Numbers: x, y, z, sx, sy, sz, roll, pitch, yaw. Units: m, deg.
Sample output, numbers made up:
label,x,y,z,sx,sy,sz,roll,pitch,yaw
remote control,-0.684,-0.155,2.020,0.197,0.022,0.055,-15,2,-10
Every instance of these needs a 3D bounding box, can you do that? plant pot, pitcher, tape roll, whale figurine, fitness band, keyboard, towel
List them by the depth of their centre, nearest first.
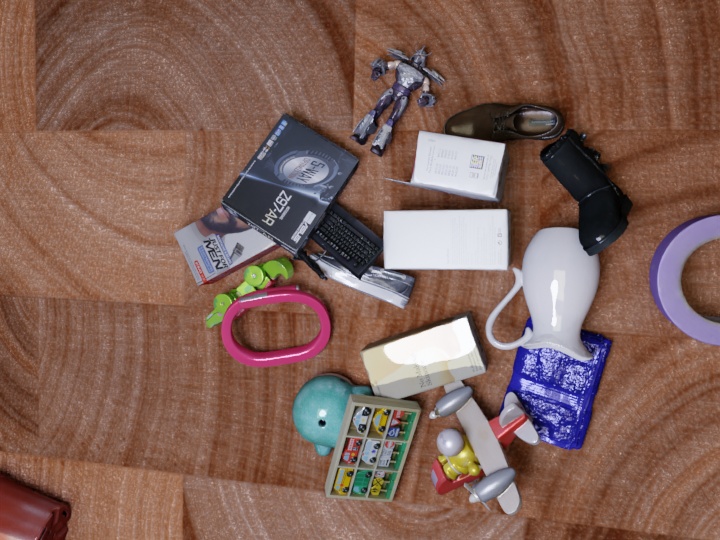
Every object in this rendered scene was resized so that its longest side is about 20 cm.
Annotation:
label,x,y,z,sx,sy,sz,roll,pitch,yaw
tape roll,0.560,0.013,1.108,0.199,0.085,0.201,1,94,15
pitcher,0.293,0.035,1.145,0.170,0.121,0.201,5,81,10
towel,0.325,0.190,1.198,0.147,0.050,0.201,16,98,12
keyboard,-0.054,-0.046,1.234,0.127,0.021,0.200,-51,49,1
whale figurine,-0.030,0.275,1.265,0.200,0.104,0.159,38,101,1
fitness band,-0.153,0.102,1.287,0.199,0.037,0.144,-8,114,1
plant pot,-0.705,0.513,1.419,0.194,0.201,0.202,16,98,4

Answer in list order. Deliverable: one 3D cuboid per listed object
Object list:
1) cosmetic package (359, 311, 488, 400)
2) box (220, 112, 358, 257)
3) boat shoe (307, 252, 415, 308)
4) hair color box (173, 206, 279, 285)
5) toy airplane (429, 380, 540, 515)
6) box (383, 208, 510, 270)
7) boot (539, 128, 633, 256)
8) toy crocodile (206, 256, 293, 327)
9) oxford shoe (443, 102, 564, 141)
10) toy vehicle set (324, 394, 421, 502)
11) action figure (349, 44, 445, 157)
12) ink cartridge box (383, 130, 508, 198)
label,x,y,z,sx,sy,sz,roll,pitch,yaw
cosmetic package,0.111,0.152,1.238,0.199,0.071,0.106,-21,89,15
box,-0.121,-0.150,1.245,0.160,0.044,0.201,33,78,4
boat shoe,0.000,0.000,1.256,0.199,0.072,0.068,22,86,18
hair color box,-0.230,-0.065,1.314,0.199,0.064,0.111,-27,86,13
toy airplane,0.191,0.282,1.169,0.200,0.141,0.200,-3,73,55
box,0.147,-0.052,1.187,0.199,0.124,0.098,0,94,14
boot,0.342,-0.127,1.102,0.163,0.198,0.073,50,129,-4
toy crocodile,-0.206,0.042,1.312,0.200,0.067,0.062,-41,85,13
oxford shoe,0.232,-0.245,1.173,0.199,0.084,0.073,-5,95,16
toy vehicle set,0.019,0.311,1.237,0.123,0.027,0.201,8,112,-15
action figure,0.062,-0.295,1.222,0.130,0.069,0.201,33,98,15
ink cartridge box,0.143,-0.166,1.140,0.174,0.200,0.084,11,96,12
